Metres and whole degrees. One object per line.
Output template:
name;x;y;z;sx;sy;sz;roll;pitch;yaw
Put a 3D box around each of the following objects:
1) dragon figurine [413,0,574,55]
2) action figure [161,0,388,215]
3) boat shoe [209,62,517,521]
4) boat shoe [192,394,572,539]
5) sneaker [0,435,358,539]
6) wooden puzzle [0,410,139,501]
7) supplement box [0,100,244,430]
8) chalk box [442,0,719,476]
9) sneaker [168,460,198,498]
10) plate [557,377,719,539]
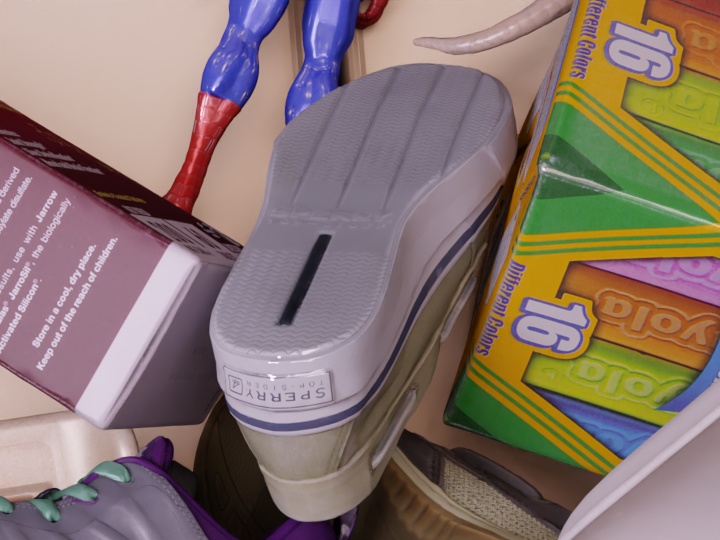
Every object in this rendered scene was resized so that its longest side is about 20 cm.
dragon figurine;0.105;-0.137;0.938;0.059;0.099;0.200;39;97;2
action figure;-0.017;-0.105;0.925;0.065;0.052;0.200;19;84;-6
boat shoe;0.000;0.000;0.845;0.072;0.062;0.200;6;32;17
boat shoe;0.027;0.092;0.848;0.066;0.201;0.072;11;100;-44
sneaker;-0.098;0.084;0.785;0.200;0.074;0.088;16;70;-19
wooden puzzle;-0.152;0.144;0.813;0.200;0.037;0.185;-9;85;-4
supplement box;-0.131;-0.027;0.848;0.200;0.109;0.061;30;94;11
chalk box;0.144;-0.001;0.860;0.200;0.124;0.125;17;46;-1
sneaker;-0.142;0.125;0.862;0.104;0.060;0.200;31;80;-1
plate;0.181;0.036;0.770;0.199;0.200;0.032;19;38;-36
